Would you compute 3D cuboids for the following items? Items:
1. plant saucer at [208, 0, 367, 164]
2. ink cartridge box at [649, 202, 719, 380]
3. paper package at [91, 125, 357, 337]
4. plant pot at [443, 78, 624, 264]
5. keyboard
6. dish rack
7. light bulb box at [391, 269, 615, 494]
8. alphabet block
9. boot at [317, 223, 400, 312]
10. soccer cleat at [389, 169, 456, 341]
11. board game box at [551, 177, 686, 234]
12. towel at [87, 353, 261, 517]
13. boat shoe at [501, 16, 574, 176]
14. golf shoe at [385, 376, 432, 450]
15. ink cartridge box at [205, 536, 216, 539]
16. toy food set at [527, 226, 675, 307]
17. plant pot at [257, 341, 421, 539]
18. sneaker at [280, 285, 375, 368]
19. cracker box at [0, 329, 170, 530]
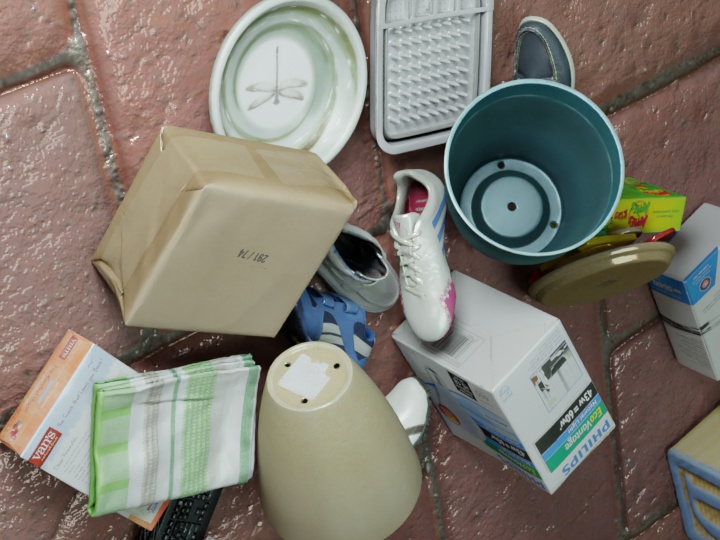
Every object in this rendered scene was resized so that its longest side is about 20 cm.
[{"bbox_3d":[-0.084,-0.195,1.589,0.199,0.050,0.201,-16,117,-35],"label":"plant saucer"},{"bbox_3d":[0.496,0.031,2.130,0.146,0.084,0.201,-42,129,-20],"label":"ink cartridge box"},{"bbox_3d":[-0.139,-0.034,1.533,0.199,0.104,0.191,7,125,-42],"label":"paper package"},{"bbox_3d":[0.186,-0.095,1.736,0.200,0.200,0.188,-53,175,-11],"label":"plant pot"},{"bbox_3d":[-0.214,0.314,1.685,0.104,0.040,0.201,19,94,-43],"label":"keyboard"},{"bbox_3d":[0.073,-0.241,1.706,0.171,0.043,0.201,-16,116,-35],"label":"dish rack"},{"bbox_3d":[0.173,0.133,1.828,0.125,0.198,0.200,-44,128,-15],"label":"light bulb box"},{"bbox_3d":[0.606,0.314,2.260,0.200,0.195,0.197,-35,128,-23],"label":"alphabet block"},{"bbox_3d":[0.000,0.000,1.702,0.200,0.095,0.074,36,83,-42],"label":"boot"},{"bbox_3d":[0.062,-0.020,1.728,0.086,0.070,0.201,22,62,-56],"label":"soccer cleat"},{"bbox_3d":[0.308,-0.082,1.921,0.199,0.101,0.048,-5,111,-38],"label":"board game box"},{"bbox_3d":[-0.192,0.173,1.580,0.199,0.031,0.150,-9,108,-40],"label":"towel"},{"bbox_3d":[0.213,-0.206,1.815,0.062,0.075,0.201,-45,140,-38],"label":"boat shoe"},{"bbox_3d":[0.009,0.202,1.801,0.094,0.078,0.200,43,77,-41],"label":"golf shoe"},{"bbox_3d":[-0.136,0.414,1.744,0.146,0.083,0.200,-57,139,-6],"label":"ink cartridge box"},{"bbox_3d":[0.307,-0.005,1.908,0.199,0.198,0.049,-4,71,-33],"label":"toy food set"},{"bbox_3d":[-0.039,0.176,1.646,0.187,0.187,0.201,-39,142,-21],"label":"plant pot"},{"bbox_3d":[-0.046,0.051,1.703,0.082,0.074,0.200,-49,139,-13],"label":"sneaker"},{"bbox_3d":[-0.261,0.169,1.578,0.200,0.058,0.134,41,77,-42],"label":"cracker box"}]
